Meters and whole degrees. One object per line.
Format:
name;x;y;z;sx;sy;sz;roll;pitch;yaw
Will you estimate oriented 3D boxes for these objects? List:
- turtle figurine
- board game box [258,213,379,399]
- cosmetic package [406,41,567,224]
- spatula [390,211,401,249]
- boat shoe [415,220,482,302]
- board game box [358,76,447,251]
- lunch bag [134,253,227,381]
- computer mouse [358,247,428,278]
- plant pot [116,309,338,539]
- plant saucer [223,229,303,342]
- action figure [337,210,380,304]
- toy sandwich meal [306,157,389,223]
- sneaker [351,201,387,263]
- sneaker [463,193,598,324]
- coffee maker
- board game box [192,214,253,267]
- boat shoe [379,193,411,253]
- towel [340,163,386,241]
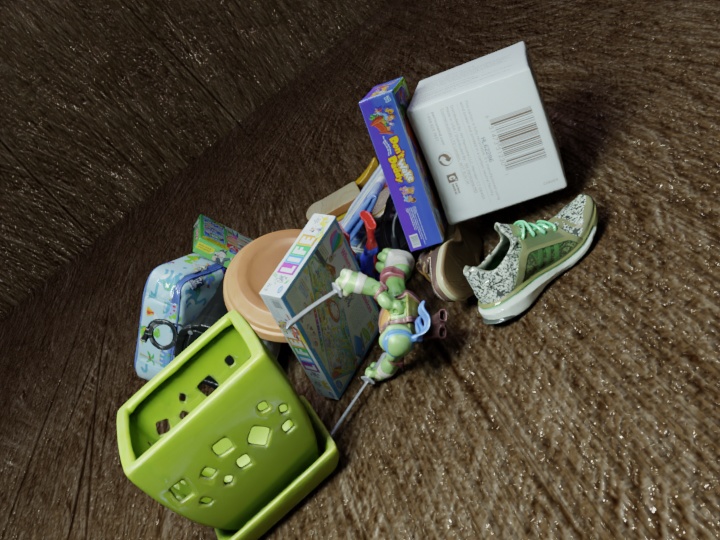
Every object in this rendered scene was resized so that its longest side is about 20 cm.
turtle figurine;0.007;0.059;1.135;0.200;0.144;0.194;-39;10;23
board game box;-0.042;0.048;1.162;0.034;0.201;0.135;10;52;33
cosmetic package;0.173;-0.189;1.258;0.165;0.168;0.200;-18;18;15
spatula;0.051;-0.063;1.271;0.020;0.201;0.057;-2;36;4
boat shoe;0.111;-0.005;1.209;0.072;0.072;0.200;-38;16;25
board game box;0.061;-0.142;1.213;0.044;0.201;0.135;-16;16;15
lunch bag;-0.282;0.079;1.501;0.082;0.201;0.161;18;18;20
computer mouse;0.067;-0.014;1.355;0.199;0.034;0.059;-26;39;16
plant pot;-0.149;0.192;1.084;0.199;0.182;0.200;-42;21;-4
plant saucer;-0.100;0.012;1.334;0.198;0.038;0.201;-1;51;1
action figure;0.000;0.000;1.250;0.065;0.201;0.052;-28;53;-15
toy sandwich meal;-0.006;-0.125;1.636;0.205;0.070;0.206;-34;22;15
sneaker;0.002;-0.038;1.440;0.199;0.077;0.076;-33;23;20
sneaker;0.197;-0.031;1.079;0.200;0.089;0.077;-45;21;-14
coffee maker;-0.192;0.067;1.397;0.135;0.192;0.200;-46;13;32
board game box;-0.185;-0.021;1.557;0.029;0.199;0.135;-60;18;12
boat shoe;0.072;-0.112;1.354;0.066;0.057;0.201;13;64;18
towel;0.007;-0.093;1.313;0.147;0.024;0.200;-54;6;30
